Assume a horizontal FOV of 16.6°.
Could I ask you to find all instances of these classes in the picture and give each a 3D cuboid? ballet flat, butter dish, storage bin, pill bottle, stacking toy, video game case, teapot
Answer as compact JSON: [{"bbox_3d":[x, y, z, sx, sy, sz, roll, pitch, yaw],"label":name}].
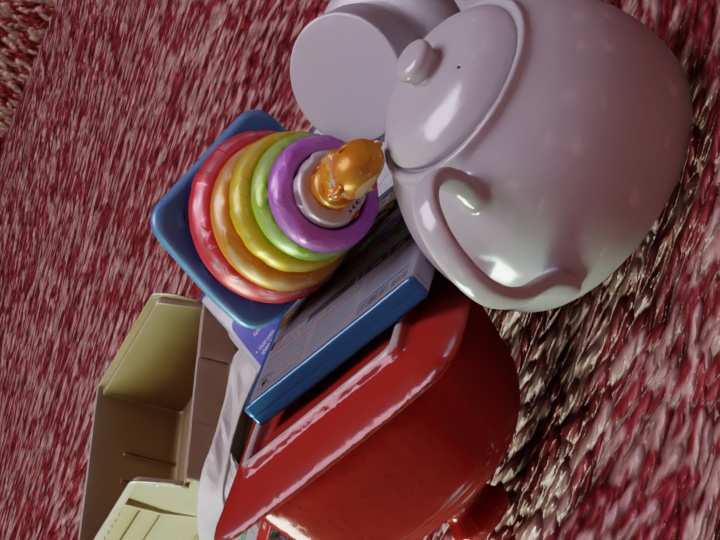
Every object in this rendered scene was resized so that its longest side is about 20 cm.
[{"bbox_3d":[-0.088,0.150,2.027,0.069,0.069,0.201,144,139,-66],"label":"ballet flat"},{"bbox_3d":[0.030,0.106,1.497,0.200,0.148,0.200,-40,14,22],"label":"butter dish"},{"bbox_3d":[-0.184,0.156,2.283,0.199,0.093,0.201,124,155,-51],"label":"storage bin"},{"bbox_3d":[0.041,-0.144,1.563,0.200,0.111,0.112,-30,-31,-55],"label":"pill bottle"},{"bbox_3d":[-0.030,-0.044,1.470,0.116,0.110,0.200,-49,11,-24],"label":"stacking toy"},{"bbox_3d":[0.001,0.003,1.531,0.143,0.018,0.200,-39,15,26],"label":"video game case"},{"bbox_3d":[0.081,-0.080,1.398,0.198,0.146,0.200,-61,28,-4],"label":"teapot"}]

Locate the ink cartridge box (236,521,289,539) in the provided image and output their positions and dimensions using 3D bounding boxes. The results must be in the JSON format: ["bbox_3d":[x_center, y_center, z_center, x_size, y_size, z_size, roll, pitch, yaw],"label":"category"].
[{"bbox_3d":[-0.056,0.195,1.878,0.200,0.050,0.110,-137,63,-73],"label":"ink cartridge box"}]

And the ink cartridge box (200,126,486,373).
[{"bbox_3d":[0.000,0.000,1.657,0.198,0.047,0.200,-55,42,13],"label":"ink cartridge box"}]
